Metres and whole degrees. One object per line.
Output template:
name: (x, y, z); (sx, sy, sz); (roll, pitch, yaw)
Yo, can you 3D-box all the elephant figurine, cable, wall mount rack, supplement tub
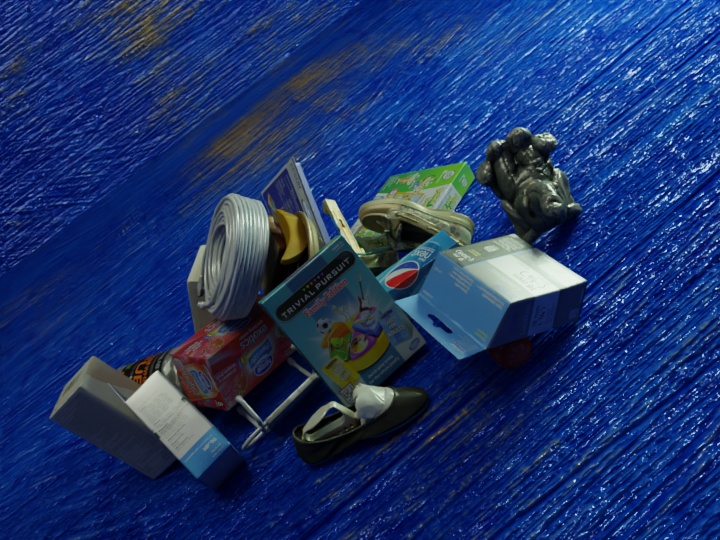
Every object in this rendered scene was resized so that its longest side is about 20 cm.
elephant figurine: (0.264, -0.105, 1.161); (0.142, 0.154, 0.201); (-57, 41, 38)
cable: (-0.200, -0.019, 1.230); (0.200, 0.069, 0.202); (-156, 76, -66)
wall mount rack: (-0.128, 0.186, 1.197); (0.200, 0.075, 0.174); (-43, -9, -17)
supplement tub: (-0.340, 0.205, 1.343); (0.199, 0.123, 0.123); (-20, 31, 26)

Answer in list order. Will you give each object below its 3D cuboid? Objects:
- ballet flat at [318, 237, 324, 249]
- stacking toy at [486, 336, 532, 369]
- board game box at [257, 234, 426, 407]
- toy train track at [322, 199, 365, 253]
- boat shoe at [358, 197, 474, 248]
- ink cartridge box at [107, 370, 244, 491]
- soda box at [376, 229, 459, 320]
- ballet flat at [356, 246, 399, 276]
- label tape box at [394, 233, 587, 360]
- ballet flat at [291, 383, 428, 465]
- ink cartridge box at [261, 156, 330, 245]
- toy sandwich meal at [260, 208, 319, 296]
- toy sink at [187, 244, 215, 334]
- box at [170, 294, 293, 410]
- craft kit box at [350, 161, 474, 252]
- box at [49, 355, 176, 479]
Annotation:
ballet flat: (-0.060, 0.038, 1.270); (0.067, 0.201, 0.046); (-15, -16, -21)
stacking toy: (0.163, 0.068, 1.045); (0.085, 0.086, 0.200); (-36, 31, -2)
board game box: (-0.025, 0.075, 1.105); (0.151, 0.200, 0.047); (-41, 9, -11)
toy train track: (-0.024, -0.041, 1.368); (0.033, 0.114, 0.201); (-49, 55, 36)
boat shoe: (0.087, -0.070, 1.283); (0.198, 0.074, 0.063); (9, 58, 16)
ink cartridge box: (-0.269, 0.222, 1.130); (0.200, 0.116, 0.068); (40, 73, 17)
soda box: (0.075, 0.027, 1.215); (0.199, 0.068, 0.064); (-36, 27, -1)
ballet flat: (0.000, 0.000, 1.257); (0.070, 0.071, 0.199); (-11, -2, 38)
label tape box: (0.165, 0.027, 0.984); (0.199, 0.064, 0.144); (-14, 34, -30)
ballet flat: (-0.007, 0.198, 1.036); (0.199, 0.069, 0.068); (-30, 27, 10)
ink cartridge box: (-0.102, -0.086, 1.393); (0.047, 0.199, 0.200); (-19, -4, -28)
toy sandwich meal: (-0.119, -0.005, 1.206); (0.070, 0.207, 0.205); (3, 20, -18)
toy sink: (-0.243, 0.070, 1.434); (0.111, 0.202, 0.131); (-1, 30, 1)
box: (-0.199, 0.129, 1.271); (0.095, 0.100, 0.200); (2, 29, 38)
craft kit box: (0.090, -0.115, 1.452); (0.196, 0.049, 0.201); (-2, 42, 43)
box: (-0.377, 0.237, 1.233); (0.095, 0.200, 0.078); (-41, 24, 22)
